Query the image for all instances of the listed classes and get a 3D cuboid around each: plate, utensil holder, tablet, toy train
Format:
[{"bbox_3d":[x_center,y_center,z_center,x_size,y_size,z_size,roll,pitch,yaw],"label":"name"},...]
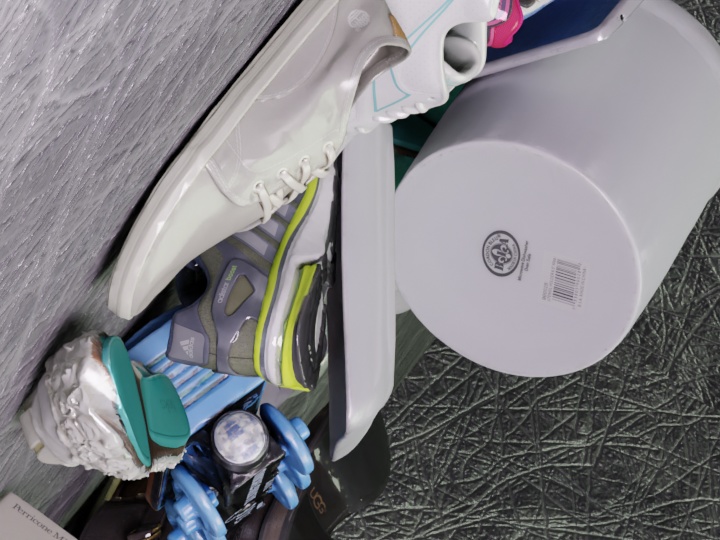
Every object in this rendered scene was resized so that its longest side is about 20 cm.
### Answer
[{"bbox_3d":[0.000,0.000,1.619,0.200,0.032,0.201,112,-22,-81],"label":"plate"},{"bbox_3d":[0.119,-0.055,1.721,0.170,0.170,0.200,-58,177,38],"label":"utensil holder"},{"bbox_3d":[0.097,-0.149,1.717,0.200,0.014,0.130,-14,-154,44],"label":"tablet"},{"bbox_3d":[-0.086,0.090,1.594,0.087,0.114,0.200,-35,172,-13],"label":"toy train"}]

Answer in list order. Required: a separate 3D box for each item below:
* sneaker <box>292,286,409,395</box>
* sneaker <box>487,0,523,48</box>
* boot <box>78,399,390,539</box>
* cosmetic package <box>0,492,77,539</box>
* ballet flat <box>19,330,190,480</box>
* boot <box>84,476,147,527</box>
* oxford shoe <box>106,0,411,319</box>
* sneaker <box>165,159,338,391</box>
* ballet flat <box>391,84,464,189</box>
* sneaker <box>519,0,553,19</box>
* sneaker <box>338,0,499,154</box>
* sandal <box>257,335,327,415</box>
[{"bbox_3d":[-0.041,0.020,1.826,0.080,0.071,0.200,5,149,-36],"label":"sneaker"},{"bbox_3d":[0.095,-0.202,1.553,0.200,0.075,0.081,-53,175,-20],"label":"sneaker"},{"bbox_3d":[-0.086,0.139,1.755,0.174,0.069,0.200,-10,-153,29],"label":"boot"},{"bbox_3d":[-0.196,0.206,1.436,0.073,0.103,0.200,-58,175,34],"label":"cosmetic package"},{"bbox_3d":[-0.128,0.075,1.402,0.072,0.072,0.200,-54,169,-4],"label":"ballet flat"},{"bbox_3d":[-0.134,0.162,1.932,0.200,0.072,0.155,-50,171,-38],"label":"boot"},{"bbox_3d":[-0.045,-0.054,1.343,0.200,0.058,0.075,-51,177,-12],"label":"oxford shoe"},{"bbox_3d":[-0.054,-0.010,1.512,0.200,0.081,0.074,-80,174,-61],"label":"sneaker"},{"bbox_3d":[0.028,-0.074,1.826,0.071,0.067,0.200,-60,174,20],"label":"ballet flat"},{"bbox_3d":[0.099,-0.187,1.681,0.200,0.078,0.089,-50,171,-43],"label":"sneaker"},{"bbox_3d":[0.012,-0.101,1.439,0.070,0.080,0.200,-52,177,-40],"label":"sneaker"},{"bbox_3d":[-0.079,0.066,1.724,0.059,0.079,0.207,-54,178,-30],"label":"sandal"}]
